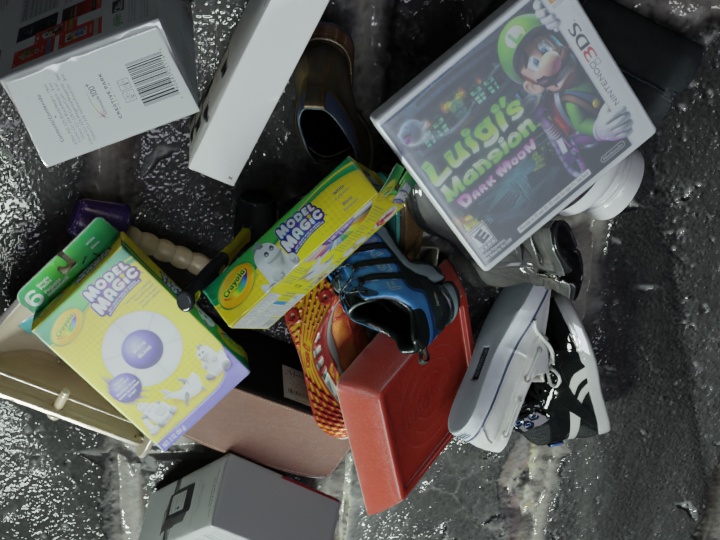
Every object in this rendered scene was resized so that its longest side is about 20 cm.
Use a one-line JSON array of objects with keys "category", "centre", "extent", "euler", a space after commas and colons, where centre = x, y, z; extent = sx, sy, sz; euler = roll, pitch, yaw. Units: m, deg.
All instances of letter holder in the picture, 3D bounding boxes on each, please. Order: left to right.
[{"category": "letter holder", "centre": [-0.121, 0.153, 1.314], "extent": [0.198, 0.101, 0.143], "euler": [22, 120, -22]}]

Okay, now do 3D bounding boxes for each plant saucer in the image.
[{"category": "plant saucer", "centre": [0.062, 0.125, 1.272], "extent": [0.036, 0.200, 0.202], "euler": [20, 139, 32]}]

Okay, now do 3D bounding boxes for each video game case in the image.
[{"category": "video game case", "centre": [0.135, -0.126, 1.074], "extent": [0.199, 0.023, 0.182], "euler": [-39, 116, 2]}]

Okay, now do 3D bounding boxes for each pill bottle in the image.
[{"category": "pill bottle", "centre": [0.166, -0.124, 1.160], "extent": [0.198, 0.113, 0.113], "euler": [26, 117, -24]}]

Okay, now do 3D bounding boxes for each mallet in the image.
[{"category": "mallet", "centre": [-0.124, -0.004, 1.150], "extent": [0.041, 0.201, 0.067], "euler": [11, 123, 12]}]

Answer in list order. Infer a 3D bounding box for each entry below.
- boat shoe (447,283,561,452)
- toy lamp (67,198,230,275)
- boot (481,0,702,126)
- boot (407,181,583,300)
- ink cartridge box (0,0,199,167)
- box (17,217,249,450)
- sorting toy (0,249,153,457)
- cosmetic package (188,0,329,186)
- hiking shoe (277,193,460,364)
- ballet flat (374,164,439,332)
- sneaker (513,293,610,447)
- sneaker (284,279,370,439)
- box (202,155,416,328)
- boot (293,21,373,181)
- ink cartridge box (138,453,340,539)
[{"category": "boat shoe", "centre": [0.168, 0.093, 1.284], "extent": [0.086, 0.074, 0.204], "euler": [29, 74, -19]}, {"category": "toy lamp", "centre": [-0.187, -0.016, 1.213], "extent": [0.198, 0.058, 0.058], "euler": [25, 117, -23]}, {"category": "boot", "centre": [0.234, -0.233, 1.123], "extent": [0.199, 0.066, 0.165], "euler": [27, 125, -21]}, {"category": "boot", "centre": [0.135, -0.046, 1.190], "extent": [0.130, 0.070, 0.200], "euler": [6, 155, 36]}, {"category": "ink cartridge box", "centre": [-0.227, -0.180, 1.007], "extent": [0.174, 0.201, 0.084], "euler": [-19, 126, 4]}, {"category": "box", "centre": [-0.209, 0.058, 1.150], "extent": [0.117, 0.048, 0.200], "euler": [-42, 110, 4]}, {"category": "sorting toy", "centre": [-0.261, 0.061, 1.211], "extent": [0.198, 0.107, 0.181], "euler": [24, 123, -19]}, {"category": "cosmetic package", "centre": [-0.093, -0.182, 1.099], "extent": [0.050, 0.083, 0.201], "euler": [20, 118, -21]}, {"category": "hiking shoe", "centre": [0.000, 0.000, 1.175], "extent": [0.199, 0.087, 0.075], "euler": [32, 133, 7]}, {"category": "ballet flat", "centre": [0.047, -0.024, 1.246], "extent": [0.072, 0.068, 0.202], "euler": [-16, 128, -23]}, {"category": "sneaker", "centre": [0.202, 0.122, 1.356], "extent": [0.111, 0.073, 0.201], "euler": [-20, 126, 3]}, {"category": "sneaker", "centre": [-0.026, 0.067, 1.261], "extent": [0.072, 0.077, 0.203], "euler": [-8, 91, 34]}, {"category": "box", "centre": [-0.038, -0.030, 1.100], "extent": [0.199, 0.117, 0.049], "euler": [-40, 80, 7]}, {"category": "boot", "centre": [-0.031, -0.114, 1.129], "extent": [0.074, 0.098, 0.201], "euler": [-1, 137, 10]}, {"category": "ink cartridge box", "centre": [-0.137, 0.282, 1.353], "extent": [0.144, 0.084, 0.200], "euler": [26, 147, -23]}]
